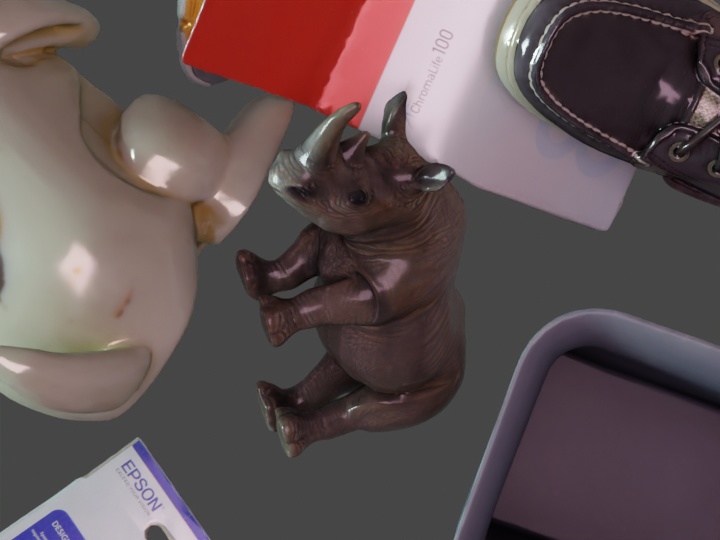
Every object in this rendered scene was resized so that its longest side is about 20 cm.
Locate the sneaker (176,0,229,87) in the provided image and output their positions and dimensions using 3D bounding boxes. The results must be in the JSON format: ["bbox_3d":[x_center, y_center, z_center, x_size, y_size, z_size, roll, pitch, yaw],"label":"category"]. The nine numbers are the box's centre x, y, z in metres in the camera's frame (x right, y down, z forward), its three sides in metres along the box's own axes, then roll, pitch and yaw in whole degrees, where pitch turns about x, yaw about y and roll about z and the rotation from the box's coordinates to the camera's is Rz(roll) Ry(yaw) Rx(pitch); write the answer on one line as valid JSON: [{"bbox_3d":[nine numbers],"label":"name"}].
[{"bbox_3d":[-0.015,-0.160,0.869,0.077,0.078,0.201,25,98,-12],"label":"sneaker"}]

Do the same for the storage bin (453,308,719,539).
[{"bbox_3d":[0.133,0.104,0.863,0.199,0.134,0.146,20,91,-3],"label":"storage bin"}]

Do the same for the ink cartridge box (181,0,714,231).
[{"bbox_3d":[0.049,-0.116,0.831,0.200,0.047,0.161,16,103,-40],"label":"ink cartridge box"}]

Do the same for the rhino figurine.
[{"bbox_3d":[0.000,0.000,0.838,0.087,0.200,0.060,-17,54,-10],"label":"rhino figurine"}]

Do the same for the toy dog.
[{"bbox_3d":[-0.154,-0.033,0.809,0.200,0.194,0.140,32,128,-11],"label":"toy dog"}]

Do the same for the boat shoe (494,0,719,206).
[{"bbox_3d":[0.141,-0.061,0.848,0.200,0.065,0.072,21,102,-35],"label":"boat shoe"}]

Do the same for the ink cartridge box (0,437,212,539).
[{"bbox_3d":[-0.138,0.162,0.850,0.200,0.039,0.100,-34,80,-9],"label":"ink cartridge box"}]
